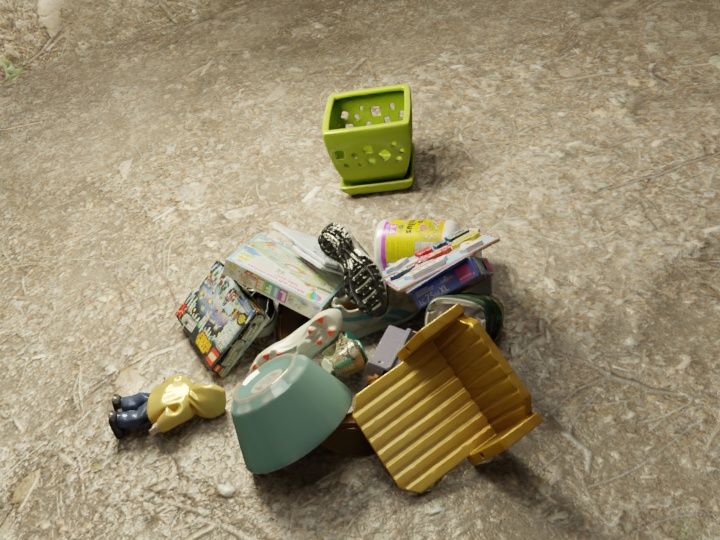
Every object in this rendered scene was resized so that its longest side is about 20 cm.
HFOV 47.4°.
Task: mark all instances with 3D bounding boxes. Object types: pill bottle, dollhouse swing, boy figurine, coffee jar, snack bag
[{"bbox_3d":[0.131,-0.045,1.578,0.197,0.105,0.105,1,39,17],"label":"pill bottle"},{"bbox_3d":[0.109,0.195,1.167,0.174,0.182,0.201,-30,78,-25],"label":"dollhouse swing"},{"bbox_3d":[-0.323,0.225,1.395,0.197,0.065,0.125,-11,37,0],"label":"boy figurine"},{"bbox_3d":[0.175,0.083,1.346,0.103,0.087,0.200,8,3,19],"label":"coffee jar"},{"bbox_3d":[-0.064,-0.029,1.592,0.187,0.022,0.199,16,14,-45],"label":"snack bag"}]

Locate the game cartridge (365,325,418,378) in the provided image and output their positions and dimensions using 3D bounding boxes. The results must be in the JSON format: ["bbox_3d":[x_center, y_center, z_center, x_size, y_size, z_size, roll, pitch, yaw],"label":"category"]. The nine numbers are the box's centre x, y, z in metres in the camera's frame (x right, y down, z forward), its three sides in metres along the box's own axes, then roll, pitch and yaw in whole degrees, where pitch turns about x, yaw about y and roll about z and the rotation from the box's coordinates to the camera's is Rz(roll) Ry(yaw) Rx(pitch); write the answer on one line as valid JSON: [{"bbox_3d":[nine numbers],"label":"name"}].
[{"bbox_3d":[0.119,0.155,1.316,0.197,0.039,0.130,19,34,10],"label":"game cartridge"}]

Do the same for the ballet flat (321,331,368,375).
[{"bbox_3d":[-0.031,0.141,1.354,0.074,0.069,0.200,-26,0,-3],"label":"ballet flat"}]

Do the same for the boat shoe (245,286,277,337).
[{"bbox_3d":[-0.200,0.046,1.586,0.072,0.069,0.201,-10,37,3],"label":"boat shoe"}]

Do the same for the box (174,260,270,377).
[{"bbox_3d":[-0.261,0.086,1.524,0.137,0.040,0.200,-52,42,3],"label":"box"}]

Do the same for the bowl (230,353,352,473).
[{"bbox_3d":[-0.121,0.204,1.263,0.199,0.106,0.201,-31,14,8],"label":"bowl"}]

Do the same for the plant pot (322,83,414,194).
[{"bbox_3d":[0.030,-0.290,1.861,0.196,0.183,0.201,-6,37,9],"label":"plant pot"}]

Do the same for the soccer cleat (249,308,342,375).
[{"bbox_3d":[-0.106,0.136,1.418,0.199,0.070,0.078,-37,-2,17],"label":"soccer cleat"}]

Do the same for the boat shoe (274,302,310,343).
[{"bbox_3d":[-0.128,0.069,1.529,0.073,0.076,0.204,-8,37,6],"label":"boat shoe"}]

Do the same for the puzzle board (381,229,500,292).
[{"bbox_3d":[0.129,-0.023,1.430,0.198,0.018,0.151,-27,13,-10],"label":"puzzle board"}]

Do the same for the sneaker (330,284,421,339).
[{"bbox_3d":[0.039,0.056,1.493,0.198,0.082,0.077,-25,39,-15],"label":"sneaker"}]

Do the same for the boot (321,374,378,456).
[{"bbox_3d":[0.023,0.206,1.306,0.197,0.078,0.156,-12,38,-2],"label":"boot"}]

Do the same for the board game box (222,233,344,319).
[{"bbox_3d":[-0.135,0.010,1.505,0.198,0.035,0.134,26,29,10],"label":"board game box"}]

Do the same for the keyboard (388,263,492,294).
[{"bbox_3d":[0.148,0.016,1.536,0.197,0.057,0.011,1,24,18],"label":"keyboard"}]

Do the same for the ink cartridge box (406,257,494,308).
[{"bbox_3d":[0.158,0.021,1.413,0.118,0.042,0.200,-31,-11,16],"label":"ink cartridge box"}]

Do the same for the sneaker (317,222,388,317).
[{"bbox_3d":[0.000,0.000,1.448,0.074,0.079,0.201,-39,56,12],"label":"sneaker"}]
